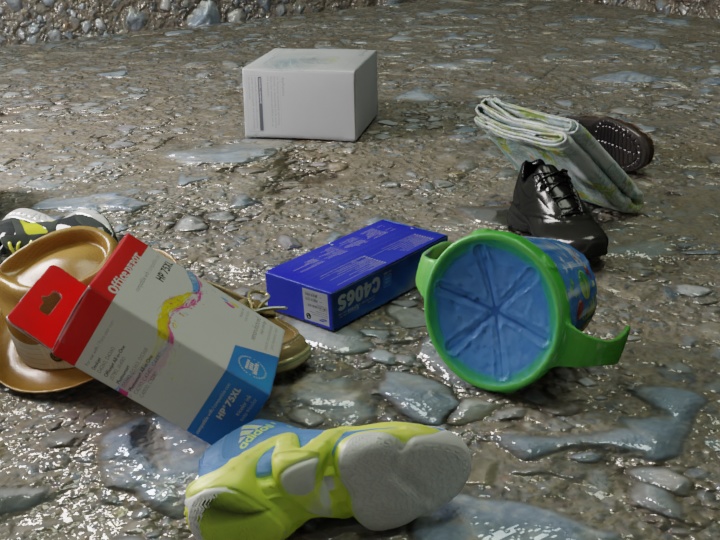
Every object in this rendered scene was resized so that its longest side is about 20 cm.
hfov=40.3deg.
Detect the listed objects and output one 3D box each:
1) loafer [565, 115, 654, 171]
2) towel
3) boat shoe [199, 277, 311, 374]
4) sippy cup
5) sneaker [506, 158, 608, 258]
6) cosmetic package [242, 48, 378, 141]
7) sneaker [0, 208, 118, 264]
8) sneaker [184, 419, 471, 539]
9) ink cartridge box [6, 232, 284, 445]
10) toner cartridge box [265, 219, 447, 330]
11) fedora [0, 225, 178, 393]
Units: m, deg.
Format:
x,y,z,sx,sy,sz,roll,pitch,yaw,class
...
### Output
x,y,z,sx,sy,sz,roll,pitch,yaw,class
0.382,-0.203,1.480,0.070,0.074,0.200,-11,24,-20,loafer
0.252,-0.143,1.257,0.199,0.049,0.171,34,-2,-42,towel
-0.131,0.046,0.914,0.198,0.064,0.073,13,26,32,boat shoe
0.146,0.027,0.876,0.139,0.179,0.130,-39,-16,35,sippy cup
0.227,-0.073,1.152,0.075,0.092,0.200,-6,24,-18,sneaker
-0.082,-0.311,1.710,0.197,0.125,0.200,4,23,10,cosmetic package
-0.352,-0.021,1.097,0.198,0.075,0.085,3,26,33,sneaker
-0.027,0.130,0.688,0.197,0.077,0.105,-7,22,-11,sneaker
-0.164,0.045,0.782,0.199,0.068,0.116,32,19,-11,ink cartridge box
0.000,0.000,1.046,0.094,0.044,0.199,18,29,36,toner cartridge box
-0.264,0.018,0.889,0.198,0.082,0.202,-13,39,10,fedora
